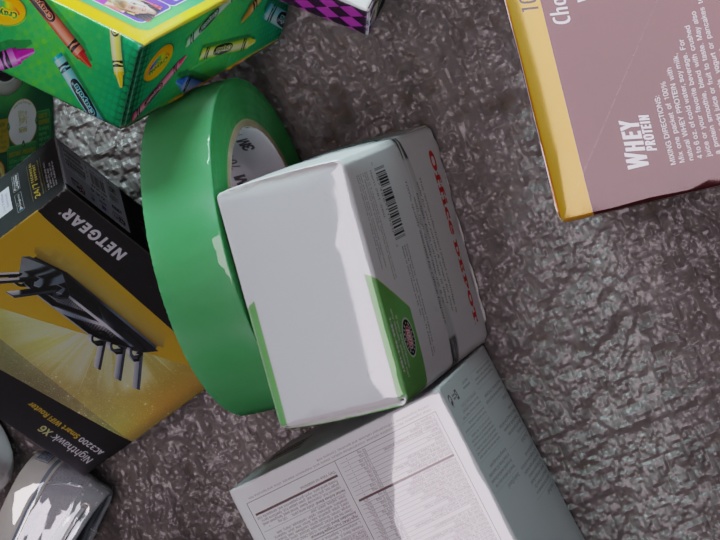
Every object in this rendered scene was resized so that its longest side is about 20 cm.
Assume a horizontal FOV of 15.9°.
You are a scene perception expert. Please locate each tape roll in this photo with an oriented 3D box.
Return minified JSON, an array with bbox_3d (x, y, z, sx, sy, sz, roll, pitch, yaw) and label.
[{"bbox_3d":[-0.072,-0.015,1.568,0.048,0.200,0.201,-14,95,17],"label":"tape roll"}]

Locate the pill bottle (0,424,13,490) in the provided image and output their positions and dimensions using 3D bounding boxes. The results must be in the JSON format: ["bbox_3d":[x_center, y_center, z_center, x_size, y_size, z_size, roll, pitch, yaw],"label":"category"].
[{"bbox_3d":[-0.334,0.157,1.700,0.200,0.114,0.114,-42,87,15],"label":"pill bottle"}]

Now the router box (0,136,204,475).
[{"bbox_3d":[-0.182,0.027,1.616,0.157,0.052,0.200,-36,132,16],"label":"router box"}]

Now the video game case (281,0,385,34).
[{"bbox_3d":[-0.049,-0.256,1.565,0.199,0.036,0.182,22,67,9],"label":"video game case"}]

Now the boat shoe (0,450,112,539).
[{"bbox_3d":[-0.219,0.221,1.705,0.071,0.070,0.202,24,100,12],"label":"boat shoe"}]

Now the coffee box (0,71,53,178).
[{"bbox_3d":[-0.236,-0.133,1.633,0.044,0.123,0.201,2,100,16],"label":"coffee box"}]

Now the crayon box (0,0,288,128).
[{"bbox_3d":[-0.136,-0.161,1.552,0.118,0.200,0.058,26,120,17],"label":"crayon box"}]

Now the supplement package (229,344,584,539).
[{"bbox_3d":[0.045,0.178,1.594,0.150,0.152,0.201,-27,91,16],"label":"supplement package"}]

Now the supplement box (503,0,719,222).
[{"bbox_3d":[0.197,-0.151,1.519,0.199,0.133,0.198,-14,95,14],"label":"supplement box"}]

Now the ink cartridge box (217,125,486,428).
[{"bbox_3d":[0.000,0.000,1.556,0.084,0.200,0.147,-14,94,18],"label":"ink cartridge box"}]
